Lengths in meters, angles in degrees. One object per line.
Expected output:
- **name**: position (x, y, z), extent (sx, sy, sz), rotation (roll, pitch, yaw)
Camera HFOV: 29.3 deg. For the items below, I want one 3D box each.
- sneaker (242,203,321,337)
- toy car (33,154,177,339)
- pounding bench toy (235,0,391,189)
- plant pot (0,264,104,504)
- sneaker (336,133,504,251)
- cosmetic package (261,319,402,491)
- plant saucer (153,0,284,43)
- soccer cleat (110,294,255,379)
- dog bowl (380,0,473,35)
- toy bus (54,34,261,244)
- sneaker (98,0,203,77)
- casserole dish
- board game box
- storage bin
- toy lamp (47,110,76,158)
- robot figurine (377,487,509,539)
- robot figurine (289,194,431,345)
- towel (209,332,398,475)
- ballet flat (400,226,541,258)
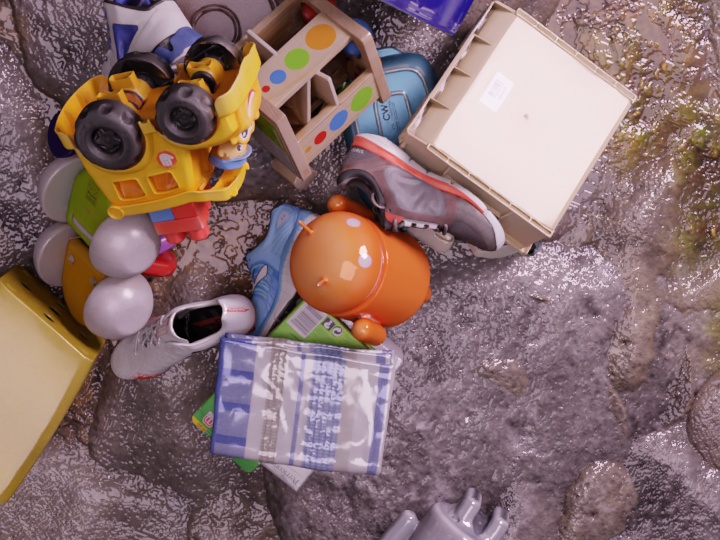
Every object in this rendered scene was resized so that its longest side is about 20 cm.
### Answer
- **sneaker**: position (-0.096, 0.011, 1.604), extent (0.090, 0.078, 0.200), rotation (34, 114, 30)
- **toy car**: position (-0.268, -0.033, 1.543), extent (0.150, 0.175, 0.200), rotation (-16, 133, -37)
- **pounding bench toy**: position (-0.053, -0.197, 1.522), extent (0.156, 0.200, 0.124), rotation (-44, 64, -10)
- **plant pot**: position (-0.399, 0.109, 1.543), extent (0.200, 0.200, 0.176), rotation (43, 93, -8)
- **sneaker**: position (0.060, -0.065, 1.500), extent (0.200, 0.077, 0.082), rotation (32, 74, 4)
- **cosmetic package**: position (-0.051, 0.144, 1.614), extent (0.108, 0.085, 0.200), rotation (37, 96, -4)
- **plant saucer**: position (-0.164, -0.272, 1.563), extent (0.200, 0.032, 0.200), rotation (0, 99, -2)
- **soccer cleat**: position (-0.213, 0.074, 1.576), extent (0.200, 0.085, 0.069), rotation (-20, 76, 21)
- **dog bowl**: position (0.030, -0.329, 1.473), extent (0.200, 0.200, 0.079), rotation (26, 101, -6)
- **toy bus**: position (-0.179, -0.121, 1.400), extent (0.200, 0.136, 0.192), rotation (-10, 121, 20)
- **sneaker**: position (-0.248, -0.240, 1.521), extent (0.199, 0.081, 0.115), rotation (-34, 79, 38)
- **casserole dish**: position (0.042, -0.157, 1.587), extent (0.121, 0.039, 0.200), rotation (-12, 100, 0)
- **board game box**: position (-0.091, 0.128, 1.557), extent (0.096, 0.030, 0.200), rotation (44, 94, -3)
- **storage bin**: position (0.168, -0.160, 1.528), extent (0.199, 0.094, 0.200), rotation (35, 76, -7)
- **toy lamp**: position (-0.245, -0.144, 1.516), extent (0.058, 0.200, 0.058), rotation (-1, 89, 41)
- **robot figurine**: position (0.099, 0.358, 1.643), extent (0.170, 0.113, 0.200), rotation (34, 97, 8)
- **robot figurine**: position (0.001, 0.002, 1.522), extent (0.117, 0.200, 0.144), rotation (22, 92, 36)
- **towel**: position (-0.064, 0.148, 1.536), extent (0.200, 0.024, 0.147), rotation (6, 99, 3)
- **ballet flat**: position (0.116, -0.049, 1.573), extent (0.200, 0.074, 0.074), rotation (4, 100, -11)
